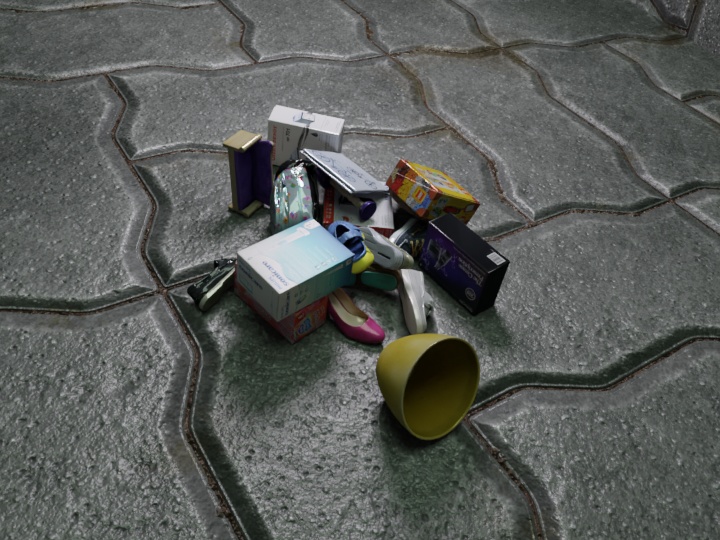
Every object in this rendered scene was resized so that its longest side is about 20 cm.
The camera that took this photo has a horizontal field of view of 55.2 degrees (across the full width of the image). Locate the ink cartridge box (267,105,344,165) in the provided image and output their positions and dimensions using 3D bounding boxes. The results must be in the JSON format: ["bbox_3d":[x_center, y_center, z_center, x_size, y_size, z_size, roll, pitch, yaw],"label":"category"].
[{"bbox_3d":[-0.152,-0.354,1.894,0.198,0.147,0.086,11,44,2],"label":"ink cartridge box"}]

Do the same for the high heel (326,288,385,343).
[{"bbox_3d":[-0.027,0.078,1.487,0.199,0.096,0.067,34,47,24],"label":"high heel"}]

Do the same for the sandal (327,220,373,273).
[{"bbox_3d":[-0.031,-0.074,1.553,0.079,0.087,0.200,-35,30,-4],"label":"sandal"}]

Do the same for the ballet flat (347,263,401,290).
[{"bbox_3d":[0.000,0.000,1.599,0.198,0.068,0.072,8,25,12],"label":"ballet flat"}]

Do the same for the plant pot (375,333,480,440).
[{"bbox_3d":[0.111,0.205,1.331,0.199,0.202,0.142,-23,26,-31],"label":"plant pot"}]

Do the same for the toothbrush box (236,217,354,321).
[{"bbox_3d":[-0.135,-0.006,1.422,0.199,0.086,0.146,-29,55,-35],"label":"toothbrush box"}]

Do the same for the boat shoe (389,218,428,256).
[{"bbox_3d":[0.129,-0.062,1.684,0.090,0.071,0.200,20,41,20],"label":"boat shoe"}]

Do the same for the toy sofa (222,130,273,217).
[{"bbox_3d":[-0.273,-0.235,1.703,0.097,0.201,0.083,21,42,20],"label":"toy sofa"}]

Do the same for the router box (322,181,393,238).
[{"bbox_3d":[-0.008,-0.160,1.784,0.178,0.049,0.201,5,42,-6],"label":"router box"}]

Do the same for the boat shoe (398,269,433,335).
[{"bbox_3d":[0.131,0.070,1.554,0.068,0.072,0.201,1,34,-9],"label":"boat shoe"}]

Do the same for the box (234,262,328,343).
[{"bbox_3d":[-0.174,0.049,1.490,0.102,0.095,0.200,-31,56,-35],"label":"box"}]

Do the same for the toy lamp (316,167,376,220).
[{"bbox_3d":[-0.044,-0.203,1.745,0.058,0.058,0.200,-25,52,-33],"label":"toy lamp"}]

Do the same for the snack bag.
[{"bbox_3d":[-0.037,-0.250,1.755,0.188,0.021,0.200,39,22,19],"label":"snack bag"}]

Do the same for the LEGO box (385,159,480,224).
[{"bbox_3d":[0.183,-0.192,1.726,0.199,0.077,0.149,6,33,-49],"label":"LEGO box"}]

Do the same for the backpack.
[{"bbox_3d":[-0.159,-0.150,1.682,0.125,0.167,0.201,-5,57,-3],"label":"backpack"}]

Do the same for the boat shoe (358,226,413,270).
[{"bbox_3d":[0.047,-0.043,1.588,0.062,0.072,0.200,19,12,-36],"label":"boat shoe"}]

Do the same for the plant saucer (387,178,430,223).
[{"bbox_3d":[0.151,-0.175,1.790,0.199,0.030,0.200,29,21,-12],"label":"plant saucer"}]

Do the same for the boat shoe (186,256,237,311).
[{"bbox_3d":[-0.307,0.005,1.529,0.066,0.075,0.200,34,56,9],"label":"boat shoe"}]

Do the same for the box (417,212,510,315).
[{"bbox_3d":[0.236,-0.016,1.607,0.079,0.142,0.200,-25,52,-30],"label":"box"}]
